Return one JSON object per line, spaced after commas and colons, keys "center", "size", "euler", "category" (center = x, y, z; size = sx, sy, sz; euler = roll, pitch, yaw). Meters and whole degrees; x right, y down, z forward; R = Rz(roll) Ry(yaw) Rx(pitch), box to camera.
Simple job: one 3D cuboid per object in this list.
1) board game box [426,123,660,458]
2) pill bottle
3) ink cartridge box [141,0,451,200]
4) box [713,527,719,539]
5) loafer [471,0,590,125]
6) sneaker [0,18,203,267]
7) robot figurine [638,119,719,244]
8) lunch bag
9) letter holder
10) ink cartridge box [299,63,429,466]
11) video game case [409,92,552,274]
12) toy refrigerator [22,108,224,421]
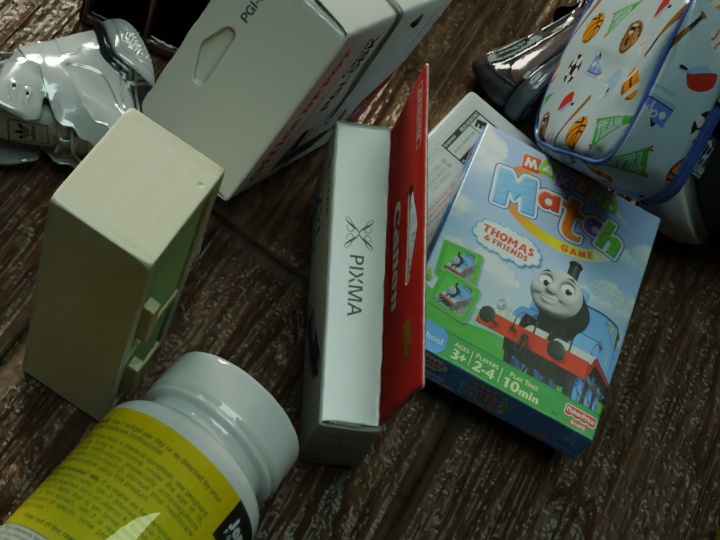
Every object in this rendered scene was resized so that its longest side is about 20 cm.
{"center": [0.118, 0.009, 0.896], "size": [0.150, 0.037, 0.202], "euler": [28, 55, -3], "category": "board game box"}
{"center": [-0.128, 0.146, 0.710], "size": [0.114, 0.115, 0.200], "euler": [38, 57, 4], "category": "pill bottle"}
{"center": [-0.036, -0.146, 0.846], "size": [0.083, 0.147, 0.200], "euler": [44, 31, 4], "category": "ink cartridge box"}
{"center": [0.327, 0.245, 0.856], "size": [0.198, 0.050, 0.076], "euler": [30, 56, -2], "category": "box"}
{"center": [0.170, -0.195, 1.040], "size": [0.063, 0.072, 0.199], "euler": [43, 60, 13], "category": "loafer"}
{"center": [-0.179, -0.078, 0.845], "size": [0.113, 0.075, 0.202], "euler": [-13, 62, -25], "category": "sneaker"}
{"center": [0.303, -0.087, 0.956], "size": [0.125, 0.197, 0.152], "euler": [-51, 129, -55], "category": "robot figurine"}
{"center": [0.200, -0.137, 0.894], "size": [0.075, 0.200, 0.162], "euler": [25, 97, -15], "category": "lunch bag"}
{"center": [-0.118, -0.279, 0.937], "size": [0.099, 0.143, 0.202], "euler": [21, 56, -7], "category": "letter holder"}
{"center": [0.000, 0.000, 0.785], "size": [0.044, 0.177, 0.203], "euler": [6, 67, -9], "category": "ink cartridge box"}
{"center": [0.096, -0.018, 0.939], "size": [0.181, 0.023, 0.200], "euler": [40, 56, 5], "category": "video game case"}
{"center": [-0.138, 0.006, 0.734], "size": [0.069, 0.201, 0.076], "euler": [33, 55, 1], "category": "toy refrigerator"}
